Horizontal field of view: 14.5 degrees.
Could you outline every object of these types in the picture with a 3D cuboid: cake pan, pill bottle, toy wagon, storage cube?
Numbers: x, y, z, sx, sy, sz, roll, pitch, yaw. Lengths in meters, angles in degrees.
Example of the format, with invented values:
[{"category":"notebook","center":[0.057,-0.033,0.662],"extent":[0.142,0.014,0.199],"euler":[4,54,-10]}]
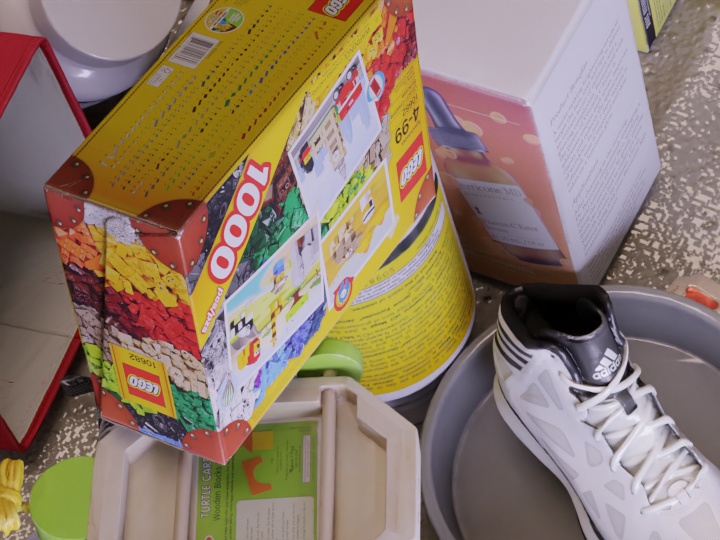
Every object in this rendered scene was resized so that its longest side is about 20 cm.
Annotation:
[{"category":"cake pan","center":[0.131,0.102,1.507],"extent":[0.199,0.037,0.201],"euler":[-6,58,9]},{"category":"pill bottle","center":[-0.177,-0.150,1.662],"extent":[0.112,0.200,0.114],"euler":[3,84,-23]},{"category":"toy wagon","center":[-0.072,0.107,1.332],"extent":[0.199,0.040,0.156],"euler":[-3,51,6]},{"category":"pill bottle","center":[0.000,0.000,1.528],"extent":[0.112,0.200,0.113],"euler":[-7,56,10]},{"category":"storage cube","center":[-0.260,-0.023,1.613],"extent":[0.179,0.200,0.171],"euler":[9,55,23]}]

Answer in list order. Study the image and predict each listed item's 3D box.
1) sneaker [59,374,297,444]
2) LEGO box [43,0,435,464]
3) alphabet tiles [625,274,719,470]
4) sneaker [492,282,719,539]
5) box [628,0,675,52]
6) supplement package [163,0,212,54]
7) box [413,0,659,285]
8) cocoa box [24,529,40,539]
[{"category":"sneaker","center":[-0.132,0.105,1.576],"extent":[0.200,0.078,0.140],"euler":[-38,55,-23]},{"category":"LEGO box","center":[-0.051,-0.036,1.326],"extent":[0.077,0.149,0.200],"euler":[18,50,26]},{"category":"alphabet tiles","center":[0.218,0.090,1.528],"extent":[0.195,0.015,0.200],"euler":[33,71,27]},{"category":"sneaker","center":[0.129,0.084,1.428],"extent":[0.076,0.116,0.201],"euler":[-37,59,-12]},{"category":"box","center":[0.189,-0.233,1.710],"extent":[0.050,0.075,0.200],"euler":[19,65,24]},{"category":"supplement package","center":[-0.020,-0.150,1.686],"extent":[0.113,0.110,0.201],"euler":[15,63,23]},{"category":"box","center":[0.066,-0.093,1.563],"extent":[0.152,0.200,0.107],"euler":[19,64,25]},{"category":"cocoa box","center":[-0.074,0.192,1.422],"extent":[0.131,0.200,0.133],"euler":[36,69,30]}]
